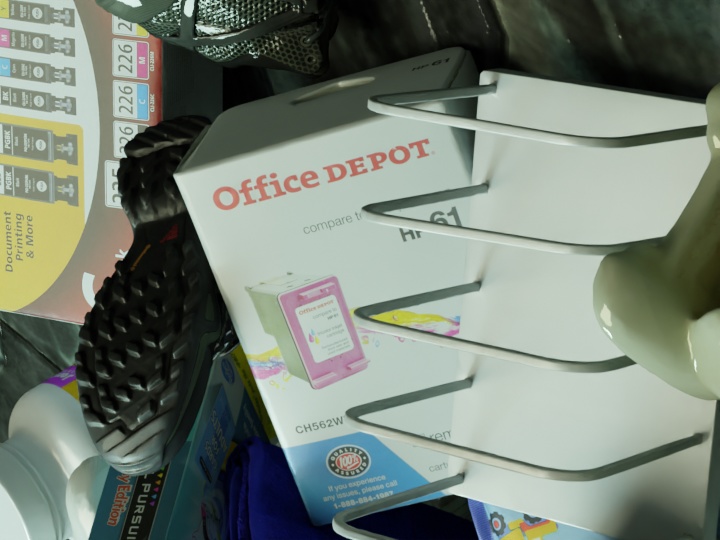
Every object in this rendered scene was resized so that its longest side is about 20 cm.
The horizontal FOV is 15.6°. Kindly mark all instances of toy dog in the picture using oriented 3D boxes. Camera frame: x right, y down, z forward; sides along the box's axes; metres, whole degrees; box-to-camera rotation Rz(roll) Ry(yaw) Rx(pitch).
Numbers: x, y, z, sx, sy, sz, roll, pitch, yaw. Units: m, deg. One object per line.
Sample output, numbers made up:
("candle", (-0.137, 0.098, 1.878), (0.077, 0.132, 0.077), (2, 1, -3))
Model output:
("toy dog", (0.214, 0.004, 0.996), (0.194, 0.140, 0.200), (51, 153, -13))

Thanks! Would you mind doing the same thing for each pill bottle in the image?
("pill bottle", (-0.134, 0.094, 1.544), (0.104, 0.200, 0.104), (37, 144, 34))

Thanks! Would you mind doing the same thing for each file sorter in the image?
("file sorter", (0.074, 0.023, 1.139), (0.138, 0.124, 0.201), (12, 103, 35))

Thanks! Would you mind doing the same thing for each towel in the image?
("towel", (0.024, 0.156, 1.350), (0.200, 0.148, 0.050), (22, 117, -14))

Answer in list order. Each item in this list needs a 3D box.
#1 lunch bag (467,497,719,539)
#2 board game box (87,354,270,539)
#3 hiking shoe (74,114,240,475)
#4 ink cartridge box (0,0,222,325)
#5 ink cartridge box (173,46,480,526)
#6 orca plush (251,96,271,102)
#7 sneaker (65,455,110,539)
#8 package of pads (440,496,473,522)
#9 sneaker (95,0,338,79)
("lunch bag", (0.142, 0.141, 1.226), (0.150, 0.094, 0.200), (-20, 95, 28))
("board game box", (-0.094, 0.160, 1.401), (0.047, 0.200, 0.151), (0, 142, 18))
("hiking shoe", (-0.082, 0.022, 1.327), (0.076, 0.200, 0.101), (-10, 144, 29))
("ink cartridge box", (-0.169, -0.080, 1.440), (0.175, 0.084, 0.201), (9, 112, 20))
("ink cartridge box", (0.013, 0.008, 1.291), (0.144, 0.085, 0.200), (-15, 107, 18))
("orca plush", (0.000, 0.000, 1.383), (0.071, 0.105, 0.201), (-14, 86, 22))
("sneaker", (-0.141, 0.176, 1.481), (0.088, 0.075, 0.200), (-3, 141, 18))
("package of pads", (0.003, 0.220, 1.497), (0.068, 0.154, 0.200), (50, 150, 13))
("sneaker", (-0.030, -0.166, 1.283), (0.114, 0.076, 0.199), (30, 131, -27))
